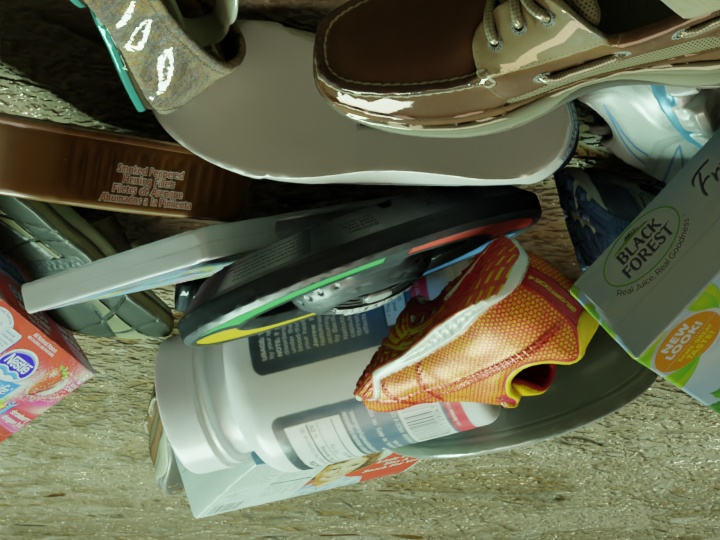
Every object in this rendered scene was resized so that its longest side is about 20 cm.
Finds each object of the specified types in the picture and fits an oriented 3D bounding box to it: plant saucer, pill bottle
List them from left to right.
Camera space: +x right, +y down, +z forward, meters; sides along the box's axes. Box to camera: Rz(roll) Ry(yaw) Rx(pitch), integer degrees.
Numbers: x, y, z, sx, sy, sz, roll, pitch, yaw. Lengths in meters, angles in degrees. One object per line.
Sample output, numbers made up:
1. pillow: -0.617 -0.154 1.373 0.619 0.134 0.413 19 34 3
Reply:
1. pill bottle: -0.021 0.060 0.925 0.198 0.121 0.120 -15 156 13
2. plant saucer: 0.103 0.069 1.014 0.198 0.051 0.200 -17 -170 3

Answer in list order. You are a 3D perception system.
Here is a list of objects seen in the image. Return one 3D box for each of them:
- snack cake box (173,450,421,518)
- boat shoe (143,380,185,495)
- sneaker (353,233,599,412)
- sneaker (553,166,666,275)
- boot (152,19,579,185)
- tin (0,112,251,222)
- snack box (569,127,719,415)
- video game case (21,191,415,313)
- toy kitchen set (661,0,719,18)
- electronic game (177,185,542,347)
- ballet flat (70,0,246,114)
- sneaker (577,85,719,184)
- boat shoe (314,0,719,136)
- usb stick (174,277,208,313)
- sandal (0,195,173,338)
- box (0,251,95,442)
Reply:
1. snack cake box: -0.027 0.120 1.110 0.199 0.068 0.115 -7 156 -34
2. boat shoe: -0.133 0.097 1.146 0.075 0.072 0.201 -11 145 -30
3. sneaker: 0.053 0.047 0.761 0.077 0.073 0.200 37 157 -9
4. sneaker: 0.150 -0.027 0.766 0.084 0.078 0.200 -17 180 10
5. boot: 0.005 -0.070 0.697 0.198 0.073 0.090 11 -178 12
6. tin: -0.137 -0.053 0.710 0.111 0.042 0.199 18 -172 38
7. snack box: 0.202 -0.030 0.645 0.200 0.053 0.142 -48 141 10
8. video game case: -0.066 -0.012 0.814 0.142 0.018 0.199 -15 178 39
9. toy kitchen set: 0.135 -0.126 0.387 0.199 0.165 0.180 -15 154 38
10. electronic game: 0.000 0.000 0.768 0.198 0.042 0.200 -19 174 -2
11. ballet flat: -0.086 -0.126 0.577 0.067 0.069 0.200 -19 164 2
12. sneaker: 0.159 -0.069 0.701 0.086 0.076 0.200 4 161 35
13. boat shoe: 0.075 -0.105 0.566 0.198 0.076 0.072 -12 161 9
14. usb stick: -0.026 0.023 1.000 0.198 0.033 0.055 7 160 -11
15. sandal: -0.168 -0.017 0.885 0.079 0.058 0.201 -1 146 24
16. box: -0.255 0.030 0.901 0.099 0.096 0.200 -34 157 -2
